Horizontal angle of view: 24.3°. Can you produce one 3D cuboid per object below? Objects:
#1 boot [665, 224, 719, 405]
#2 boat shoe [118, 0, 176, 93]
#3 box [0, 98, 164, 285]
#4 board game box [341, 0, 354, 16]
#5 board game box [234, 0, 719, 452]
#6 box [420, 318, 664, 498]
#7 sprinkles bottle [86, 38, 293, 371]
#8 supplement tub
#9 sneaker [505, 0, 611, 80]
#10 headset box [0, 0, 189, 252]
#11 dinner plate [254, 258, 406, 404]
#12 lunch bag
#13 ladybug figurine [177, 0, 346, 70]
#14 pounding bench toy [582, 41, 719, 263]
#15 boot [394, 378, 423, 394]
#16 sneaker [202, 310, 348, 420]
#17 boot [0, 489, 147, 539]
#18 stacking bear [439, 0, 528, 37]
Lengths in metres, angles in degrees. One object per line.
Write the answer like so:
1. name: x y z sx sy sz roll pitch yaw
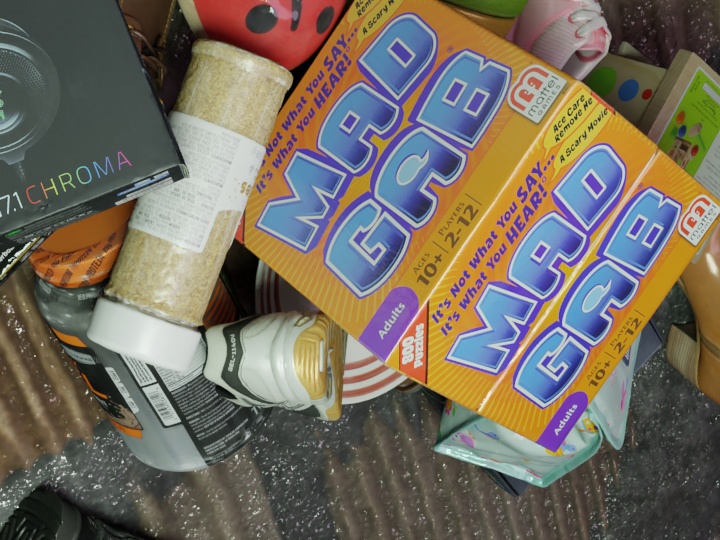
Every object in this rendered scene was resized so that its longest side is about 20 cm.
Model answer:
1. boot: 0.347 0.039 1.498 0.077 0.155 0.200 -9 119 -32
2. boat shoe: -0.153 -0.133 1.077 0.072 0.067 0.200 26 84 -54
3. box: -0.241 -0.081 1.008 0.160 0.049 0.200 45 86 -4
4. board game box: 0.019 -0.270 1.125 0.048 0.102 0.200 -4 116 -34
5. board game box: 0.070 -0.038 1.091 0.200 0.200 0.200 29 96 -47
6. box: 0.158 0.078 1.450 0.200 0.051 0.158 -44 132 -9
7. sprinkles bottle: -0.106 -0.040 1.038 0.068 0.068 0.200 21 87 -42
8. supplement tub: -0.145 0.034 1.154 0.122 0.122 0.200 -37 130 -15
9. sneaker: 0.157 -0.217 1.245 0.075 0.105 0.200 6 113 -59
10. headset box: -0.213 -0.116 0.940 0.174 0.093 0.200 -21 89 -5
11. dinner plate: 0.000 0.000 1.227 0.200 0.024 0.201 -16 116 -35
12. lunch bag: 0.148 0.056 1.266 0.122 0.200 0.171 20 66 -9
13. ladybug figurine: -0.055 -0.219 1.073 0.136 0.072 0.200 -7 101 -30
14. pounding bench toy: 0.226 -0.090 1.335 0.200 0.156 0.124 31 86 -42
15. boot: 0.001 -0.010 1.279 0.200 0.064 0.187 18 92 -43
16. sneaker: -0.056 0.057 1.115 0.200 0.087 0.076 63 29 -78
17. boot: -0.228 0.278 1.252 0.211 0.079 0.158 -52 132 -2
18. stacking bear: 0.063 -0.197 1.198 0.121 0.114 0.200 4 116 -38
